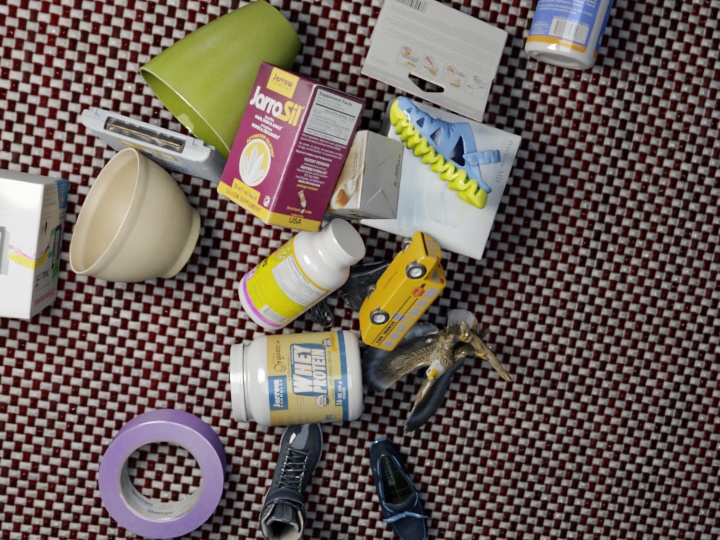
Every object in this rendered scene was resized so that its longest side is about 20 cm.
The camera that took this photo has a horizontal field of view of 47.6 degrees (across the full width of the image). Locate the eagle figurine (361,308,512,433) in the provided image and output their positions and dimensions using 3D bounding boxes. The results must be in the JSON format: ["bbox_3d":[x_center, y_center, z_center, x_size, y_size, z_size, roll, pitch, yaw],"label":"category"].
[{"bbox_3d":[0.117,0.155,1.335,0.200,0.151,0.152,-34,62,27],"label":"eagle figurine"}]

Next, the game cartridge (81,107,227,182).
[{"bbox_3d":[-0.301,-0.184,1.222,0.200,0.133,0.042,18,79,7],"label":"game cartridge"}]

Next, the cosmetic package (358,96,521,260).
[{"bbox_3d":[0.117,-0.144,1.279,0.200,0.123,0.200,16,97,-9],"label":"cosmetic package"}]

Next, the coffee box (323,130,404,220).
[{"bbox_3d":[-0.036,-0.136,1.216,0.080,0.200,0.115,10,84,-42],"label":"coffee box"}]

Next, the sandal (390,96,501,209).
[{"bbox_3d":[0.127,-0.182,1.178,0.200,0.079,0.087,41,90,-17],"label":"sandal"}]

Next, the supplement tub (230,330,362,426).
[{"bbox_3d":[-0.101,0.172,1.297,0.200,0.145,0.145,-4,99,-5],"label":"supplement tub"}]

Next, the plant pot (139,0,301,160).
[{"bbox_3d":[-0.188,-0.298,1.214,0.187,0.187,0.200,44,80,-10],"label":"plant pot"}]

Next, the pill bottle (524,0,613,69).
[{"bbox_3d":[0.334,-0.422,1.259,0.112,0.112,0.200,15,97,-7],"label":"pill bottle"}]

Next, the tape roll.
[{"bbox_3d":[-0.323,0.333,1.344,0.200,0.066,0.200,-1,99,-4],"label":"tape roll"}]

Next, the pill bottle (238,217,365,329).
[{"bbox_3d":[-0.088,0.003,1.256,0.200,0.104,0.104,-35,101,29],"label":"pill bottle"}]

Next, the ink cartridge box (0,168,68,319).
[{"bbox_3d":[-0.538,-0.046,1.224,0.146,0.147,0.200,9,99,-7],"label":"ink cartridge box"}]

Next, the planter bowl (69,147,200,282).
[{"bbox_3d":[-0.329,-0.065,1.232,0.135,0.200,0.200,26,96,-36],"label":"planter bowl"}]

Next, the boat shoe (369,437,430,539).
[{"bbox_3d":[0.058,0.386,1.383,0.084,0.069,0.200,-27,100,0],"label":"boat shoe"}]

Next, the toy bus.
[{"bbox_3d":[0.066,0.034,1.259,0.078,0.065,0.200,20,127,-22],"label":"toy bus"}]

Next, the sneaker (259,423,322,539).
[{"bbox_3d":[-0.109,0.344,1.325,0.077,0.146,0.203,16,96,-6],"label":"sneaker"}]

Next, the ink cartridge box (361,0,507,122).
[{"bbox_3d":[0.111,-0.326,1.253,0.200,0.045,0.176,21,69,-7],"label":"ink cartridge box"}]

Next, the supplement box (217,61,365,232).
[{"bbox_3d":[-0.099,-0.172,1.149,0.103,0.131,0.200,8,107,-47],"label":"supplement box"}]

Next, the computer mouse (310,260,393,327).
[{"bbox_3d":[0.000,0.000,1.332,0.200,0.046,0.141,-18,104,10],"label":"computer mouse"}]
